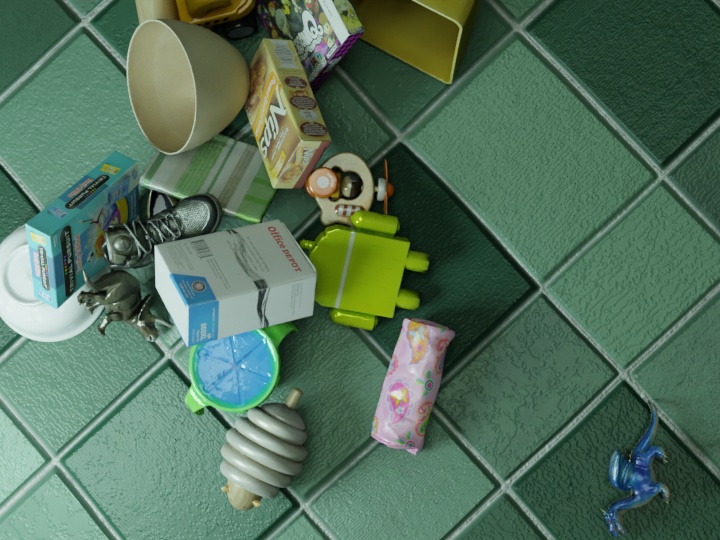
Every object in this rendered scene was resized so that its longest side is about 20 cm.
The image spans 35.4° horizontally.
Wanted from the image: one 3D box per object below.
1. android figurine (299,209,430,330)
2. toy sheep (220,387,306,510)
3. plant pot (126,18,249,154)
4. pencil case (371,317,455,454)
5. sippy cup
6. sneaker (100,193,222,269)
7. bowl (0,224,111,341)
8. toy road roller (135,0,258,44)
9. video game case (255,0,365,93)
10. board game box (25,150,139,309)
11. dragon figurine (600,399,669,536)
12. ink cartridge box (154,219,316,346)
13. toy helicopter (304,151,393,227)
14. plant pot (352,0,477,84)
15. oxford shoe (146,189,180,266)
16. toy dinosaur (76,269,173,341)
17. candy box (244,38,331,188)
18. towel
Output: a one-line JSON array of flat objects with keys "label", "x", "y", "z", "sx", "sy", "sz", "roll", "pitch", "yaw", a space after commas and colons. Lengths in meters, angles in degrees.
[{"label": "android figurine", "x": 0.000, "y": 0.000, "z": 1.707, "sx": 0.199, "sy": 0.041, "sz": 0.183, "roll": 9, "pitch": 104, "yaw": -8}, {"label": "toy sheep", "x": -0.140, "y": 0.264, "z": 1.679, "sx": 0.137, "sy": 0.138, "sz": 0.201, "roll": 23, "pitch": 87, "yaw": 7}, {"label": "plant pot", "x": -0.248, "y": -0.287, "z": 1.717, "sx": 0.134, "sy": 0.200, "sz": 0.201, "roll": -16, "pitch": 81, "yaw": -37}, {"label": "pencil case", "x": 0.079, "y": 0.173, "z": 1.695, "sx": 0.087, "sy": 0.087, "sz": 0.201, "roll": 15, "pitch": 87, "yaw": 7}, {"label": "sippy cup", "x": -0.178, "y": 0.142, "z": 1.695, "sx": 0.177, "sy": 0.130, "sz": 0.140, "roll": -5, "pitch": 85, "yaw": 5}, {"label": "sneaker", "x": -0.299, "y": -0.051, "z": 1.657, "sx": 0.199, "sy": 0.114, "sz": 0.077, "roll": -21, "pitch": 91, "yaw": 22}, {"label": "bowl", "x": -0.498, "y": 0.011, "z": 1.759, "sx": 0.200, "sy": 0.090, "sz": 0.202, "roll": 0, "pitch": 85, "yaw": 6}, {"label": "toy road roller", "x": -0.259, "y": -0.427, "z": 1.749, "sx": 0.199, "sy": 0.146, "sz": 0.123, "roll": -13, "pitch": 83, "yaw": 4}, {"label": "video game case", "x": -0.083, "y": -0.388, "z": 1.711, "sx": 0.036, "sy": 0.200, "sz": 0.182, "roll": -21, "pitch": 82, "yaw": -30}, {"label": "board game box", "x": -0.407, "y": -0.061, "z": 1.675, "sx": 0.047, "sy": 0.151, "sz": 0.200, "roll": 26, "pitch": 48, "yaw": 16}, {"label": "dragon figurine", "x": 0.399, "y": 0.293, "z": 1.662, "sx": 0.099, "sy": 0.059, "sz": 0.201, "roll": -2, "pitch": 86, "yaw": 5}, {"label": "ink cartridge box", "x": -0.182, "y": 0.015, "z": 1.637, "sx": 0.199, "sy": 0.084, "sz": 0.145, "roll": -13, "pitch": 44, "yaw": -23}, {"label": "toy helicopter", "x": 0.004, "y": -0.088, "z": 1.741, "sx": 0.132, "sy": 0.079, "sz": 0.201, "roll": -23, "pitch": 94, "yaw": -6}, {"label": "plant pot", "x": 0.100, "y": -0.435, "z": 1.702, "sx": 0.199, "sy": 0.200, "sz": 0.177, "roll": 30, "pitch": 76, "yaw": 8}, {"label": "oxford shoe", "x": -0.299, "y": -0.036, "z": 1.752, "sx": 0.070, "sy": 0.074, "sz": 0.201, "roll": -17, "pitch": 83, "yaw": 4}, {"label": "toy dinosaur", "x": -0.371, "y": 0.036, "z": 1.708, "sx": 0.102, "sy": 0.200, "sz": 0.077, "roll": -29, "pitch": 49, "yaw": -8}, {"label": "candy box", "x": -0.117, "y": -0.237, "z": 1.702, "sx": 0.055, "sy": 0.116, "sz": 0.201, "roll": -2, "pitch": 57, "yaw": -31}, {"label": "towel", "x": -0.223, "y": -0.149, "z": 1.747, "sx": 0.199, "sy": 0.031, "sz": 0.150, "roll": 20, "pitch": 53, "yaw": 5}]
